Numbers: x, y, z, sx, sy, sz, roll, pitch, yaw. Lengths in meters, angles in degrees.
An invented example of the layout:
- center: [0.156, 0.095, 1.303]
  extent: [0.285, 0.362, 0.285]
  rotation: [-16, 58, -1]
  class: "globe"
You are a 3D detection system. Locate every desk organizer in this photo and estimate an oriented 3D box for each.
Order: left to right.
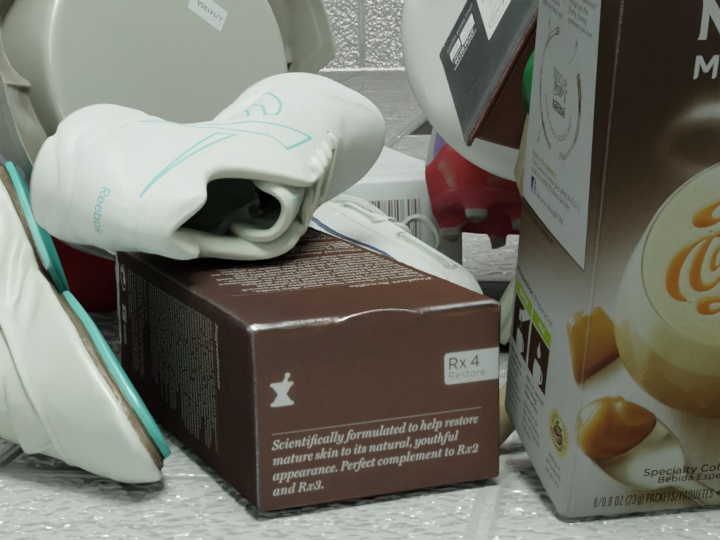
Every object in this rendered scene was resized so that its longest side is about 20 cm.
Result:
- center: [0.113, -0.143, 0.734]
  extent: [0.077, 0.201, 0.072]
  rotation: [13, 37, -20]
  class: "desk organizer"

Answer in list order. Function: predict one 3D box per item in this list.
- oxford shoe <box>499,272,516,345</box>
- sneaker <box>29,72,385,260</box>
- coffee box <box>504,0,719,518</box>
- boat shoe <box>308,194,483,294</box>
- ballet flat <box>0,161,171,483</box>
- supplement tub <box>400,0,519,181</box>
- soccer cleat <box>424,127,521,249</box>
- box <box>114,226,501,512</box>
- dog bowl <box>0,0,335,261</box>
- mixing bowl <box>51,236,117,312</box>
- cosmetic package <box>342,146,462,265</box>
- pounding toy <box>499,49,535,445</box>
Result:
- center: [0.139, -0.019, 0.881]
  extent: [0.058, 0.075, 0.200]
  rotation: [44, 54, 12]
  class: "oxford shoe"
- center: [-0.044, -0.036, 0.725]
  extent: [0.080, 0.071, 0.200]
  rotation: [23, 25, 31]
  class: "sneaker"
- center: [0.119, -0.023, 0.585]
  extent: [0.113, 0.201, 0.080]
  rotation: [-4, 28, -10]
  class: "coffee box"
- center: [0.000, -0.005, 0.883]
  extent: [0.086, 0.075, 0.202]
  rotation: [-8, 15, -29]
  class: "boat shoe"
- center: [-0.137, 0.029, 0.686]
  extent: [0.069, 0.070, 0.200]
  rotation: [-7, 38, -27]
  class: "ballet flat"
- center: [0.116, -0.135, 0.894]
  extent: [0.144, 0.147, 0.200]
  rotation: [3, 17, 21]
  class: "supplement tub"
- center: [0.126, -0.045, 0.965]
  extent: [0.199, 0.077, 0.067]
  rotation: [8, -21, -26]
  class: "soccer cleat"
- center: [-0.028, 0.032, 0.698]
  extent: [0.099, 0.076, 0.200]
  rotation: [-5, 9, -21]
  class: "box"
- center: [-0.102, -0.095, 0.822]
  extent: [0.199, 0.202, 0.058]
  rotation: [-11, 4, -43]
  class: "dog bowl"
- center: [-0.139, -0.053, 0.940]
  extent: [0.108, 0.201, 0.200]
  rotation: [30, -1, -22]
  class: "mixing bowl"
- center: [-0.012, -0.034, 1.048]
  extent: [0.101, 0.075, 0.200]
  rotation: [-3, 9, -12]
  class: "cosmetic package"
- center: [0.140, -0.045, 0.683]
  extent: [0.198, 0.185, 0.143]
  rotation: [-1, 41, -11]
  class: "pounding toy"
